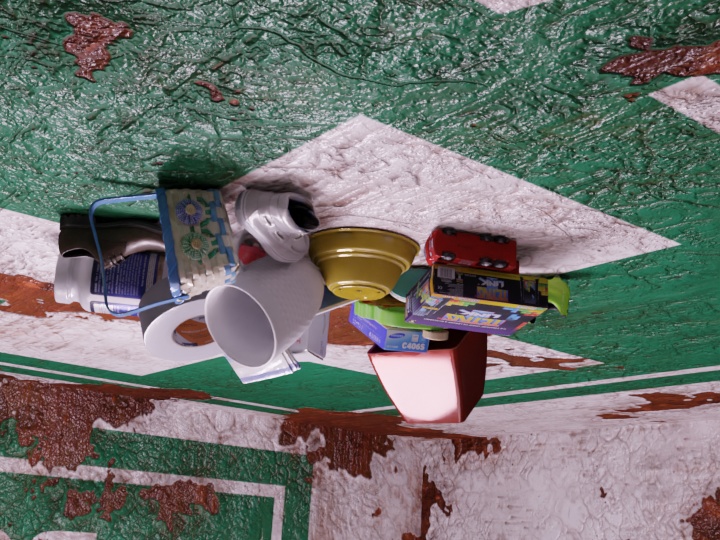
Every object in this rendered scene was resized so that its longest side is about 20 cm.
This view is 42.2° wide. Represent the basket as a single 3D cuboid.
[{"bbox_3d":[-0.284,-0.037,1.355,0.197,0.179,0.139,-14,166,-7],"label":"basket"}]

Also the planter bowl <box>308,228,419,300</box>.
[{"bbox_3d":[0.000,0.000,1.568,0.197,0.085,0.201,3,164,1],"label":"planter bowl"}]

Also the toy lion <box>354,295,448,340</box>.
[{"bbox_3d":[0.079,0.078,1.775,0.189,0.070,0.200,4,-173,8],"label":"toy lion"}]

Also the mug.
[{"bbox_3d":[-0.152,0.027,1.508,0.146,0.202,0.175,-11,-162,39],"label":"mug"}]

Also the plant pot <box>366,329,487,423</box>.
[{"bbox_3d":[0.155,0.206,1.919,0.198,0.178,0.200,-5,-163,29],"label":"plant pot"}]

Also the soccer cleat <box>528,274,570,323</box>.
[{"bbox_3d":[0.281,0.055,1.696,0.197,0.082,0.067,-3,162,23],"label":"soccer cleat"}]

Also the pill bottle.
[{"bbox_3d":[-0.439,0.020,1.671,0.197,0.117,0.116,6,164,-9],"label":"pill bottle"}]

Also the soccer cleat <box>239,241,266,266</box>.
[{"bbox_3d":[-0.167,0.013,1.640,0.066,0.077,0.200,14,167,28],"label":"soccer cleat"}]

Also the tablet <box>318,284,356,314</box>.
[{"bbox_3d":[-0.074,0.055,1.688,0.198,0.014,0.129,-19,-162,-35],"label":"tablet"}]

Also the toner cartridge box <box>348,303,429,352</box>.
[{"bbox_3d":[0.055,0.111,1.851,0.094,0.044,0.200,5,-169,-22],"label":"toner cartridge box"}]

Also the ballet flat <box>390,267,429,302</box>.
[{"bbox_3d":[0.148,0.028,1.676,0.197,0.070,0.071,-4,174,16],"label":"ballet flat"}]

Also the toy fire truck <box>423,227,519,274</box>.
[{"bbox_3d":[0.188,-0.016,1.535,0.197,0.049,0.141,8,163,-15],"label":"toy fire truck"}]

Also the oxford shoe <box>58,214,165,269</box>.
[{"bbox_3d":[-0.393,-0.038,1.524,0.197,0.086,0.073,2,162,0],"label":"oxford shoe"}]

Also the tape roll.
[{"bbox_3d":[-0.284,0.079,1.628,0.198,0.067,0.201,-14,149,-8],"label":"tape roll"}]

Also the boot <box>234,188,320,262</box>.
[{"bbox_3d":[-0.101,-0.062,1.393,0.094,0.075,0.200,4,164,25],"label":"boot"}]

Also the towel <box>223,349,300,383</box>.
[{"bbox_3d":[-0.212,0.121,1.754,0.146,0.024,0.201,-16,113,31],"label":"towel"}]

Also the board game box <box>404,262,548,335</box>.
[{"bbox_3d":[0.190,0.052,1.558,0.197,0.057,0.166,8,158,-11],"label":"board game box"}]

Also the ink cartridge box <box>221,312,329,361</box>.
[{"bbox_3d":[-0.168,0.100,1.836,0.197,0.147,0.083,-4,161,22],"label":"ink cartridge box"}]
